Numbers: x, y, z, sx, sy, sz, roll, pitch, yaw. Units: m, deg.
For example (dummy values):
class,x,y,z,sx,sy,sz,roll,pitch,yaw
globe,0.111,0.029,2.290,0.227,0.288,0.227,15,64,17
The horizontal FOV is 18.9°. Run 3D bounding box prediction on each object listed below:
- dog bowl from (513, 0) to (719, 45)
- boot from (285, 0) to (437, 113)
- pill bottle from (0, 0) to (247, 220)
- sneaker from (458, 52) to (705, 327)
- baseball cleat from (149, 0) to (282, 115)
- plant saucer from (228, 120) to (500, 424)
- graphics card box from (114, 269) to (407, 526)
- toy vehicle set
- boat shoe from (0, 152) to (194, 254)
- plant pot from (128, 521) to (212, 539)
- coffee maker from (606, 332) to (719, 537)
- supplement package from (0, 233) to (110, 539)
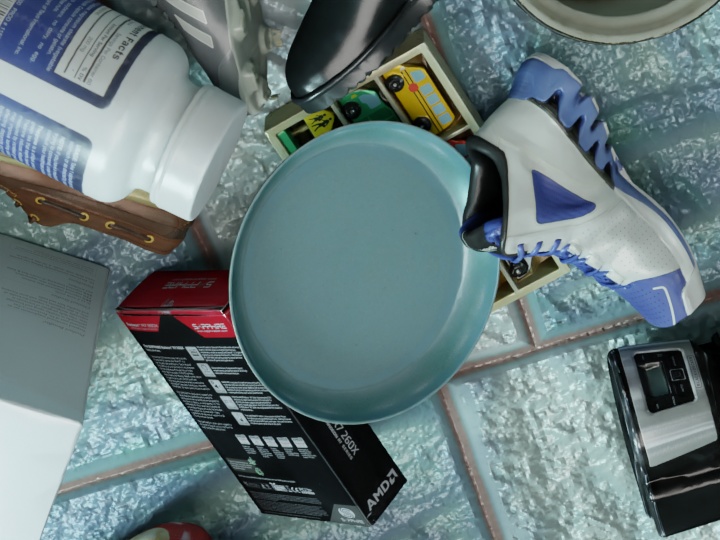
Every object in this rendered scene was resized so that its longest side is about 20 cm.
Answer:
class,x,y,z,sx,sy,sz,roll,pitch,yaw
dog bowl,0.150,-0.241,1.301,0.199,0.074,0.201,-7,112,-18
boot,-0.019,-0.216,1.338,0.198,0.073,0.162,-44,114,13
pill bottle,-0.176,-0.111,1.344,0.199,0.111,0.111,27,116,3
sneaker,0.128,-0.031,1.419,0.115,0.080,0.200,-41,109,-13
baseball cleat,-0.119,-0.188,1.365,0.106,0.070,0.201,-6,115,18
plant saucer,0.000,0.000,1.410,0.199,0.027,0.201,-7,106,-27
graphics card box,-0.067,0.087,1.481,0.125,0.051,0.200,-2,128,49
toy vehicle set,0.040,-0.051,1.457,0.124,0.027,0.200,-29,116,14
boat shoe,-0.203,-0.059,1.420,0.199,0.072,0.068,16,119,-10
plant pot,-0.128,0.293,1.553,0.200,0.201,0.183,-37,104,18
coffee maker,0.283,0.110,1.492,0.199,0.135,0.193,-16,119,8
supplement package,-0.265,0.085,1.425,0.151,0.200,0.151,18,117,-10
